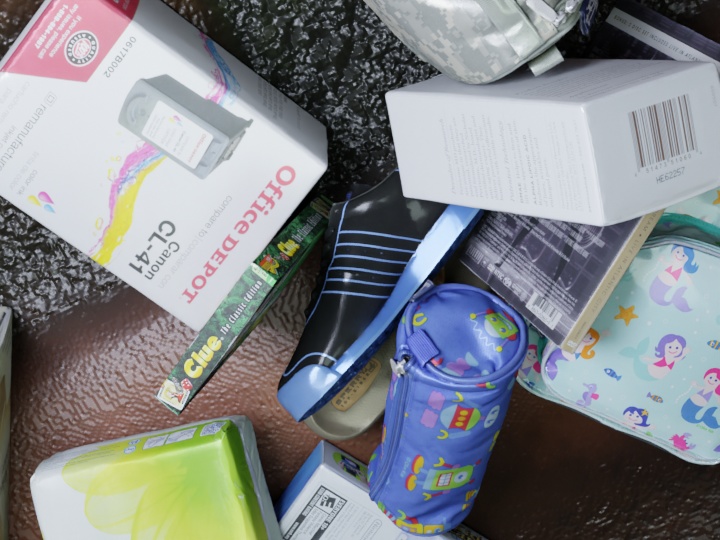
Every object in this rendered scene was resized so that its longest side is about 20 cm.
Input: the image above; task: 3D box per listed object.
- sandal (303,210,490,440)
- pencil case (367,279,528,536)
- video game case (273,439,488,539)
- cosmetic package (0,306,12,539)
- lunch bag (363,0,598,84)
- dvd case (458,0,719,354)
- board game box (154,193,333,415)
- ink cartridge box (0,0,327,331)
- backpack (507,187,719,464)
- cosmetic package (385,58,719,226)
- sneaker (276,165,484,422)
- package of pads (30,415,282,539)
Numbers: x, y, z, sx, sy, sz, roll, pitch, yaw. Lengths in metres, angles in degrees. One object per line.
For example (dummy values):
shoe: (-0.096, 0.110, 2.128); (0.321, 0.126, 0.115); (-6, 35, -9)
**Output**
sandal: (0.028, 0.037, 1.312); (0.080, 0.054, 0.200); (32, 103, -14)
pencil case: (0.051, 0.093, 1.278); (0.086, 0.078, 0.201); (-13, 145, -19)
video game case: (-0.007, 0.247, 1.399); (0.181, 0.045, 0.200); (32, 107, -11)
cosmetic package: (-0.274, 0.132, 1.317); (0.071, 0.105, 0.201); (3, 113, -3)
lunch bag: (0.040, -0.209, 1.156); (0.139, 0.168, 0.200); (-41, 108, 14)
dvd case: (0.147, -0.063, 1.212); (0.016, 0.149, 0.201); (27, 99, -30)
board game box: (-0.066, 0.017, 1.225); (0.023, 0.200, 0.105); (34, 106, 1)
ink cartridge box: (-0.138, -0.082, 1.246); (0.200, 0.086, 0.148); (36, 106, -13)
backpack: (0.200, 0.011, 1.265); (0.177, 0.151, 0.201); (24, 104, -9)
cosmetic package: (0.111, -0.079, 1.147); (0.101, 0.200, 0.075); (-18, 104, -28)
sneaker: (0.000, 0.000, 1.255); (0.078, 0.070, 0.200); (38, 82, 7)
package of pads: (-0.128, 0.208, 1.338); (0.153, 0.068, 0.201); (-12, 97, 15)
